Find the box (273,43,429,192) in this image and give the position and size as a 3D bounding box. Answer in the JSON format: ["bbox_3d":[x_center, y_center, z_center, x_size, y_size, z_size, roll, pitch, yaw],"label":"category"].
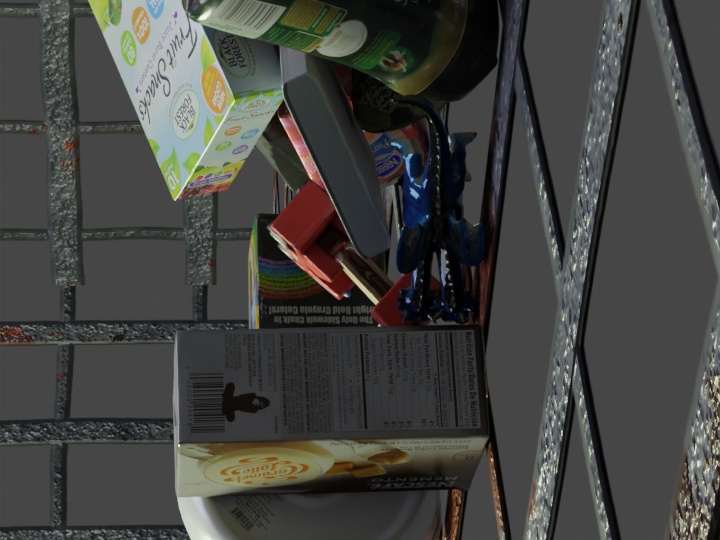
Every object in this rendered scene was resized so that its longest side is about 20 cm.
[{"bbox_3d":[-0.009,-0.161,1.803,0.201,0.095,0.100,-96,-15,-46],"label":"box"}]

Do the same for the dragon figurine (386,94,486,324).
[{"bbox_3d":[0.049,-0.033,1.486,0.200,0.058,0.100,90,175,-65],"label":"dragon figurine"}]

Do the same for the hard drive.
[{"bbox_3d":[-0.020,-0.099,1.597,0.200,0.026,0.133,-97,-17,-71],"label":"hard drive"}]

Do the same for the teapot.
[{"bbox_3d":[-0.038,0.157,1.628,0.146,0.196,0.201,107,167,-66],"label":"teapot"}]

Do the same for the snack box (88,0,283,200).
[{"bbox_3d":[-0.130,-0.174,1.667,0.201,0.053,0.142,65,149,19],"label":"snack box"}]

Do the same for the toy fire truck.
[{"bbox_3d":[0.000,0.000,1.683,0.049,0.141,0.200,-47,-8,-4],"label":"toy fire truck"}]

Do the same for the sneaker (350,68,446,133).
[{"bbox_3d":[0.013,-0.175,1.659,0.201,0.076,0.089,-98,-17,-50],"label":"sneaker"}]

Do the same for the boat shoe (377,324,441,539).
[{"bbox_3d":[0.024,0.124,1.707,0.065,0.073,0.201,91,176,-67],"label":"boat shoe"}]

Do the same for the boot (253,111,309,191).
[{"bbox_3d":[-0.086,-0.166,1.823,0.200,0.065,0.166,35,-139,-67],"label":"boot"}]

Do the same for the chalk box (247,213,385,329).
[{"bbox_3d":[-0.041,0.062,2.146,0.124,0.124,0.201,106,165,-71],"label":"chalk box"}]

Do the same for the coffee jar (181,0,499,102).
[{"bbox_3d":[-0.008,-0.176,1.416,0.085,0.199,0.105,-41,42,44],"label":"coffee jar"}]

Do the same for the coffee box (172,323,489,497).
[{"bbox_3d":[-0.022,0.093,1.513,0.114,0.198,0.080,104,164,-67],"label":"coffee box"}]
